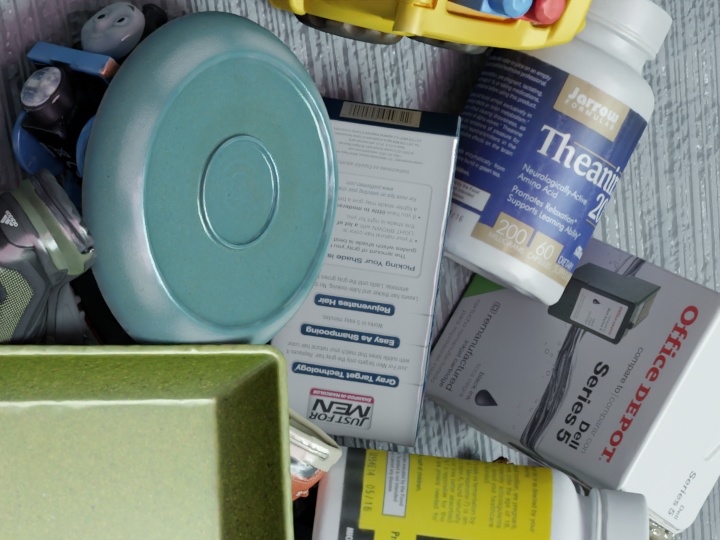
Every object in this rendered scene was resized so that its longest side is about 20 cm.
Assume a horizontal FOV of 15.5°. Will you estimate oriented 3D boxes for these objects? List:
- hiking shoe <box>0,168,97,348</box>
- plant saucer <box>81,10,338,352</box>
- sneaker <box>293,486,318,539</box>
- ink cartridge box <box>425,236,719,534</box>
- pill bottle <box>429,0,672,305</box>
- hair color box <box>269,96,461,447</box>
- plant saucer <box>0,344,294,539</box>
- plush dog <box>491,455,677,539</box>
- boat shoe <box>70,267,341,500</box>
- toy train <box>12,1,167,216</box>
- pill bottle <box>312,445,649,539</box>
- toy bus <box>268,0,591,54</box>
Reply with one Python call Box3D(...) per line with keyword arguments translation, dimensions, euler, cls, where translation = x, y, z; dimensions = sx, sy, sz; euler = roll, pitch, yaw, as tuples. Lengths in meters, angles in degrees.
Box3D(translation=(-0.204, 0.022, 1.443), dimensions=(0.100, 0.076, 0.200), euler=(-24, 153, -22), cls="hiking shoe")
Box3D(translation=(-0.074, -0.044, 1.479), dimensions=(0.200, 0.027, 0.201), euler=(-9, 101, -49), cls="plant saucer")
Box3D(translation=(-0.017, 0.176, 1.707), dimensions=(0.200, 0.078, 0.080), euler=(-20, 125, -47), cls="sneaker")
Box3D(translation=(0.155, 0.062, 1.725), dimensions=(0.084, 0.200, 0.146), euler=(35, 83, -45), cls="ink cartridge box")
Box3D(translation=(0.120, -0.089, 1.692), dimensions=(0.111, 0.111, 0.201), euler=(28, 88, -45), cls="pill bottle")
Box3D(translation=(0.000, 0.000, 1.625), dimensions=(0.100, 0.061, 0.201), euler=(8, 107, 2), cls="hair color box")
Box3D(translation=(-0.133, 0.142, 1.441), dimensions=(0.199, 0.048, 0.201), euler=(1, 83, -32), cls="plant saucer")
Box3D(translation=(0.119, 0.222, 1.832), dimensions=(0.171, 0.160, 0.201), euler=(11, 72, -30), cls="plush dog")
Box3D(translation=(-0.096, 0.059, 1.543), dimensions=(0.063, 0.071, 0.200), euler=(-40, 102, 11), cls="boat shoe")
Box3D(translation=(-0.114, -0.069, 1.512), dimensions=(0.200, 0.086, 0.114), euler=(48, 65, -41), cls="toy train")
Box3D(translation=(0.070, 0.172, 1.603), dimensions=(0.199, 0.114, 0.115), euler=(6, 109, 0), cls="pill bottle")
Box3D(translation=(0.075, -0.187, 1.555), dimensions=(0.200, 0.192, 0.136), euler=(4, 103, -45), cls="toy bus")
